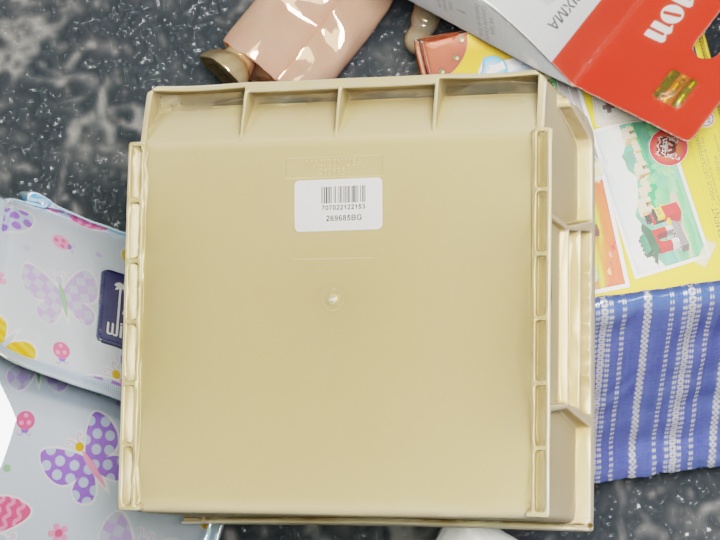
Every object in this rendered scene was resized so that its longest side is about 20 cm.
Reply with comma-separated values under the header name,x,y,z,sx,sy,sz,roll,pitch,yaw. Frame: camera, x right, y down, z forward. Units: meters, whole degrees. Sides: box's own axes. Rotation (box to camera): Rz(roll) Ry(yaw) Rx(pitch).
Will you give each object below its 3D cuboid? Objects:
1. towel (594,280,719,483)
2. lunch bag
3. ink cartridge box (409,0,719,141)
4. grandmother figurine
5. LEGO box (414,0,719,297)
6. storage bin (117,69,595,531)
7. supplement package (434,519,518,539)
name,x,y,z,sx,sy,sz,roll,pitch,yaw
towel,0.154,0.060,1.087,0.200,0.145,0.024,-8,49,-5
lunch bag,-0.146,0.075,1.094,0.169,0.127,0.200,24,78,-22
ink cartridge box,0.126,-0.175,1.115,0.200,0.047,0.160,31,70,23
grandmother figurine,-0.001,-0.172,1.192,0.121,0.061,0.200,45,82,-17
LEGO box,0.123,-0.037,1.145,0.149,0.077,0.200,-13,79,2
storage bin,0.000,0.017,0.990,0.200,0.094,0.199,-1,83,17
supplement package,0.080,0.251,1.060,0.191,0.147,0.200,30,83,9
